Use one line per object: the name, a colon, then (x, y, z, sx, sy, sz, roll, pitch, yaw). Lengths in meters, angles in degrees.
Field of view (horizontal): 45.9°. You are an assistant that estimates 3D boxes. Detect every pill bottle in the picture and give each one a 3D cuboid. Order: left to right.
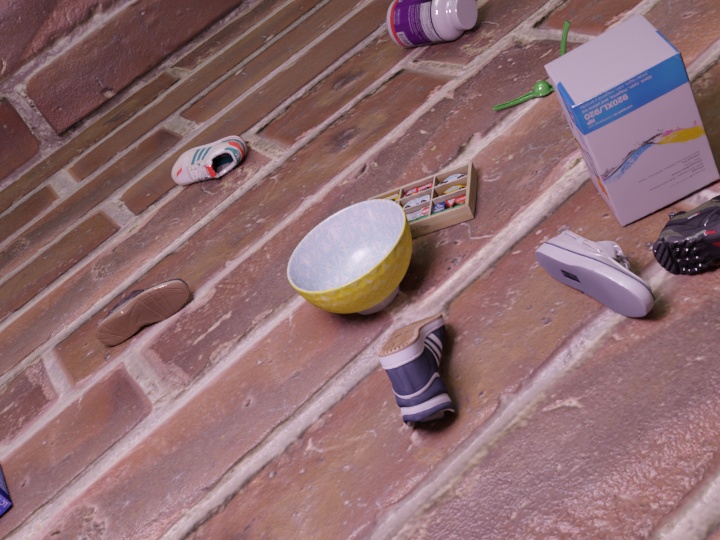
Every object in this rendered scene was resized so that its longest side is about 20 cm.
pill bottle: (0.160, -0.564, 1.891, 0.198, 0.113, 0.113, 5, 47, 45)

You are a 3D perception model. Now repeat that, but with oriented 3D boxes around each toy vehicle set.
toy vehicle set: (0.094, -0.103, 1.394, 0.197, 0.027, 0.125, -18, 34, 23)

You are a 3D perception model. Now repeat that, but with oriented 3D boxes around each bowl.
bowl: (0.000, 0.000, 1.258, 0.198, 0.108, 0.201, -22, 33, 15)

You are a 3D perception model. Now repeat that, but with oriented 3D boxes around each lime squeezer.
lime squeezer: (0.320, -0.336, 1.486, 0.200, 0.070, 0.038, -49, 37, 34)

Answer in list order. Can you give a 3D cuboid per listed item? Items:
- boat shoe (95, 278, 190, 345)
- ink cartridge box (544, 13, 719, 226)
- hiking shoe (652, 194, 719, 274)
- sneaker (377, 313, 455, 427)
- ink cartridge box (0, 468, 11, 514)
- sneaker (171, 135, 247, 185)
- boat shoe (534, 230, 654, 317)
boat shoe: (-0.401, 0.065, 1.562, 0.198, 0.072, 0.065, -32, 35, 12)
ink cartridge box: (0.358, -0.197, 1.124, 0.143, 0.201, 0.148, -26, 32, 12)
hiking shoe: (0.440, -0.057, 0.977, 0.198, 0.076, 0.101, -5, 44, 39)
sneaker: (0.080, 0.125, 1.067, 0.069, 0.110, 0.200, -23, 2, 19)
ink cartridge box: (-0.634, 0.327, 1.341, 0.076, 0.137, 0.199, -44, 33, -10)
sneaker: (-0.354, -0.241, 1.940, 0.197, 0.071, 0.094, -20, 27, 14)
boat shoe: (0.294, -0.008, 1.042, 0.065, 0.074, 0.200, -41, 33, -7)
